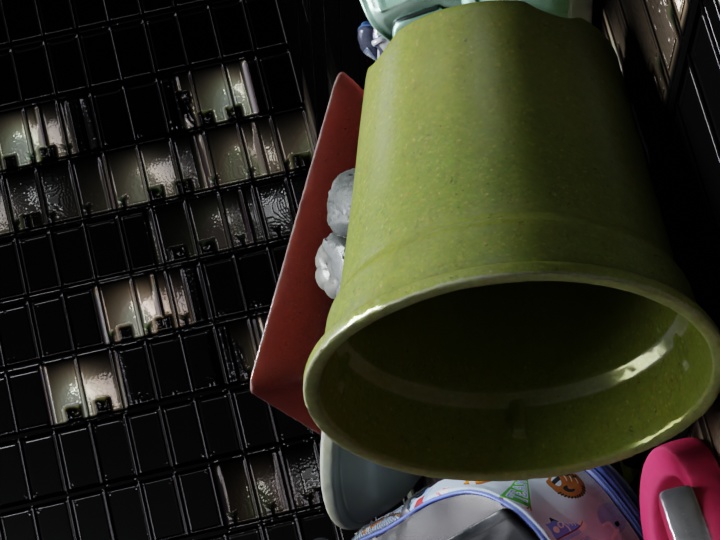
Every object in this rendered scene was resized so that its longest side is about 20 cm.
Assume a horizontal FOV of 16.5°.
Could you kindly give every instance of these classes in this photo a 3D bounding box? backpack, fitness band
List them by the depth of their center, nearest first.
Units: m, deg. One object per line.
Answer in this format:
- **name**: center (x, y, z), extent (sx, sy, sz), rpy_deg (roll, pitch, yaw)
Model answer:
- **fitness band**: center (0.181, 0.181, 1.261), extent (0.144, 0.037, 0.200), rpy_deg (80, 177, -62)
- **backpack**: center (0.097, 0.190, 1.418), extent (0.200, 0.154, 0.191), rpy_deg (55, 147, 3)

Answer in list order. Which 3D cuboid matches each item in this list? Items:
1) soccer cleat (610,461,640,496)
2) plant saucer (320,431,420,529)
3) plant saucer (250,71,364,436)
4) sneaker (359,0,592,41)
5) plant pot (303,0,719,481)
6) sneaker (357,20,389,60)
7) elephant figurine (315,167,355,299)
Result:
- **soccer cleat**: center (0.124, 0.133, 1.517), extent (0.200, 0.081, 0.068), rpy_deg (83, 172, -54)
- **plant saucer**: center (0.032, 0.068, 1.555), extent (0.200, 0.050, 0.200), rpy_deg (12, -90, -74)
- **plant saucer**: center (0.000, 0.000, 1.546), extent (0.200, 0.037, 0.200), rpy_deg (42, -117, -71)
- **sneaker**: center (0.057, -0.164, 1.273), extent (0.200, 0.118, 0.074), rpy_deg (84, 174, -49)
- **plant pot**: center (0.070, -0.023, 1.220), extent (0.200, 0.200, 0.184), rpy_deg (84, -177, -59)
- **sneaker**: center (0.042, -0.153, 1.721), extent (0.077, 0.085, 0.200), rpy_deg (-157, 54, -85)
- **elephant figurine**: center (0.085, -0.013, 1.446), extent (0.155, 0.200, 0.142), rpy_deg (24, 114, 53)
